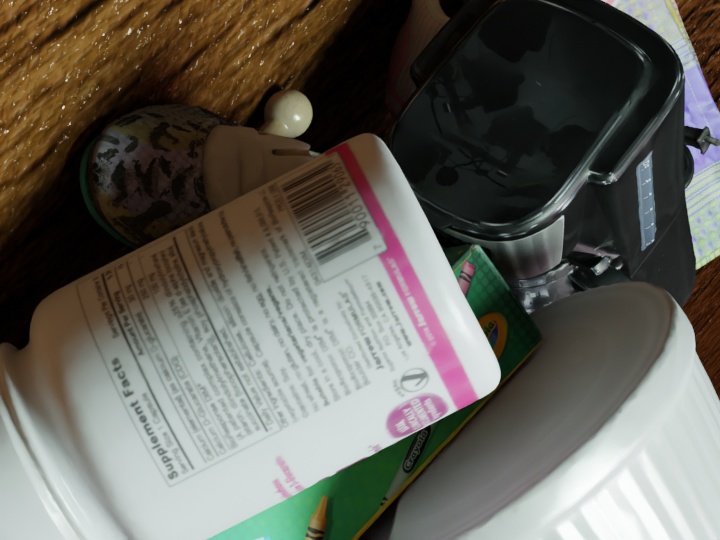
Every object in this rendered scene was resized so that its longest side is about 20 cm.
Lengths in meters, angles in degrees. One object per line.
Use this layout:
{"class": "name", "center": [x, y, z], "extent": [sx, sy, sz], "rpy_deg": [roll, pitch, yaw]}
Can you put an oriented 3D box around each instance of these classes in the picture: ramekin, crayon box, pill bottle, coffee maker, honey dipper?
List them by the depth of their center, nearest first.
{"class": "pill bottle", "center": [-0.057, 0.039, 0.922], "extent": [0.200, 0.113, 0.113], "rpy_deg": [-27, 161, 1]}
{"class": "ramekin", "center": [0.075, 0.102, 1.029], "extent": [0.202, 0.094, 0.202], "rpy_deg": [-34, -165, 10]}
{"class": "crayon box", "center": [-0.026, 0.076, 1.043], "extent": [0.200, 0.058, 0.119], "rpy_deg": [-45, -163, -26]}
{"class": "honey dipper", "center": [-0.077, -0.012, 1.045], "extent": [0.200, 0.038, 0.038], "rpy_deg": [-54, 162, -31]}
{"class": "coffee maker", "center": [0.096, -0.050, 1.165], "extent": [0.200, 0.135, 0.192], "rpy_deg": [75, 27, -58]}

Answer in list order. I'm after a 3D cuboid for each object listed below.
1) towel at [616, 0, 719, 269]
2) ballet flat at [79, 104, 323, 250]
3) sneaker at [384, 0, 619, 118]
{"class": "towel", "center": [0.138, -0.073, 1.328], "extent": [0.144, 0.023, 0.200], "rpy_deg": [-31, 112, -14]}
{"class": "ballet flat", "center": [-0.037, -0.032, 1.006], "extent": [0.200, 0.072, 0.072], "rpy_deg": [17, 102, -60]}
{"class": "sneaker", "center": [0.089, -0.161, 1.215], "extent": [0.200, 0.075, 0.105], "rpy_deg": [-47, 164, -27]}
